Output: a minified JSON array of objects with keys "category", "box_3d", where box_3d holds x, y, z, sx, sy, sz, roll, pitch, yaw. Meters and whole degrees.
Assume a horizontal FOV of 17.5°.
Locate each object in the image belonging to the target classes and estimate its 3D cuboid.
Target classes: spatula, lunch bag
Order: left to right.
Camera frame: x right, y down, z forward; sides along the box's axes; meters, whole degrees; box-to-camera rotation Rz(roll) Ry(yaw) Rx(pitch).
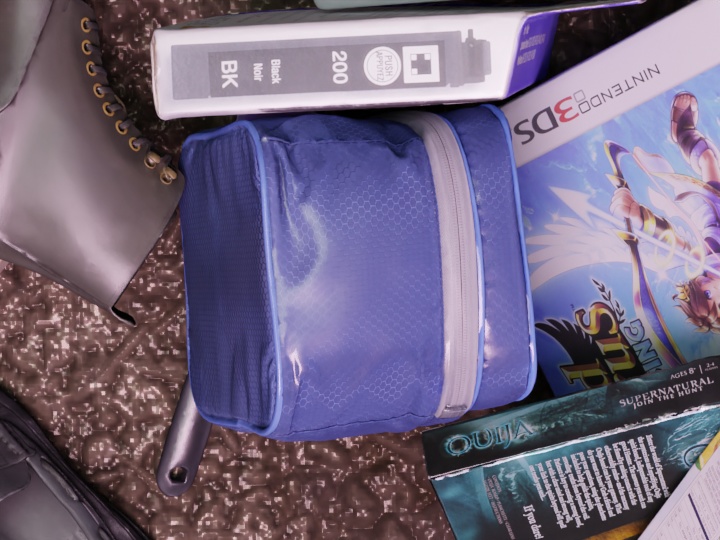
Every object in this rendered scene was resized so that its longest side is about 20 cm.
[{"category":"spatula","box_3d":[-0.060,0.017,1.124,0.056,0.021,0.201,15,103,-22]},{"category":"lunch bag","box_3d":[0.000,0.000,1.023,0.131,0.200,0.137,-4,92,-15]}]

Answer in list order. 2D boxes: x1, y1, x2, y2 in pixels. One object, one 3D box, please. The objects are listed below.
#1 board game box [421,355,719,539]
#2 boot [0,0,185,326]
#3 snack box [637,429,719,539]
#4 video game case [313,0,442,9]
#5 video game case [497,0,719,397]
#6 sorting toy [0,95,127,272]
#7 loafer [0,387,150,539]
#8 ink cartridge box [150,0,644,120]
[{"category":"board game box","box_3d":[0.116,0.122,1.036,0.134,0.201,0.028,-15,47,7]},{"category":"boot","box_3d":[-0.120,-0.089,1.051,0.138,0.077,0.201,28,92,-3]},{"category":"snack box","box_3d":[0.217,0.132,1.004,0.199,0.053,0.143,14,126,-26]},{"category":"video game case","box_3d":[0.075,-0.192,1.019,0.180,0.201,0.023,-3,136,9]},{"category":"video game case","box_3d":[0.147,-0.006,1.039,0.181,0.045,0.201,-27,90,41]},{"category":"sorting toy","box_3d":[-0.245,-0.058,1.108,0.200,0.070,0.199,40,83,4]},{"category":"loafer","box_3d":[-0.174,0.106,1.126,0.200,0.070,0.068,40,98,5]},{"category":"ink cartridge box","box_3d":[0.028,-0.096,1.015,0.198,0.198,0.044,-3,97,10]}]
